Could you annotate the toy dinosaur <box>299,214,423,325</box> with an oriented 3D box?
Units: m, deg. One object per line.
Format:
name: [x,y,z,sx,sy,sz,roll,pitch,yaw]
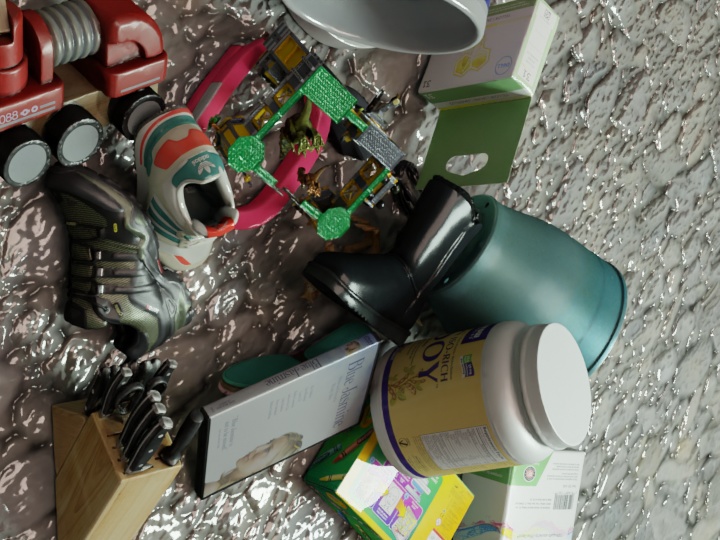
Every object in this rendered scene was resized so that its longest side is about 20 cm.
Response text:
toy dinosaur: [0.000,0.000,1.251,0.198,0.060,0.108,3,107,-48]

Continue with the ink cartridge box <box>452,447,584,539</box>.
ink cartridge box: [0.192,0.314,1.436,0.143,0.083,0.204,10,88,-42]

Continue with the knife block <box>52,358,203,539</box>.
knife block: [-0.198,0.173,0.999,0.063,0.174,0.204,-6,100,-40]

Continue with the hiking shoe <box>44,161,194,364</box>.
hiking shoe: [-0.225,0.000,1.018,0.101,0.075,0.201,-50,126,-30]

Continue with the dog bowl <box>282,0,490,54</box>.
dog bowl: [0.026,-0.274,1.079,0.198,0.198,0.080,19,81,-42]

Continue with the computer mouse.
computer mouse: [0.023,-0.126,1.257,0.200,0.034,0.059,45,66,-37]

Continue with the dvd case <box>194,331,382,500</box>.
dvd case: [-0.072,0.144,1.145,0.198,0.018,0.144,-23,145,-28]

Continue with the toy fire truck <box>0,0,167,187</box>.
toy fire truck: [-0.249,-0.199,0.914,0.175,0.128,0.202,-28,147,-36]

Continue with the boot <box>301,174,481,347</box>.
boot: [0.037,-0.026,1.169,0.169,0.076,0.200,-57,147,-2]

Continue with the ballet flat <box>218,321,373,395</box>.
ballet flat: [-0.060,0.114,1.199,0.198,0.069,0.072,-20,128,-39]

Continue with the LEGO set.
LEGO set: [-0.057,-0.138,1.113,0.199,0.116,0.154,27,108,-40]

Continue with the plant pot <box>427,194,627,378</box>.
plant pot: [0.167,0.022,1.312,0.187,0.199,0.202,37,71,-25]

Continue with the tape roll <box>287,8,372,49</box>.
tape roll: [-0.007,-0.333,1.199,0.201,0.037,0.207,-7,100,-41]

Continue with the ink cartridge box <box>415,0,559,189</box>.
ink cartridge box: [0.124,-0.191,1.255,0.048,0.144,0.203,34,69,-35]

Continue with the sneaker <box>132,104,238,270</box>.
sneaker: [-0.150,-0.047,1.020,0.070,0.094,0.201,-27,150,-23]

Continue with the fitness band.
fitness band: [-0.105,-0.136,1.141,0.201,0.037,0.144,-57,131,-20]

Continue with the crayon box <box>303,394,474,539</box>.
crayon box: [0.037,0.245,1.302,0.201,0.058,0.120,51,63,-34]

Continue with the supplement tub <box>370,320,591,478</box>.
supplement tub: [0.124,0.134,1.204,0.145,0.198,0.148,27,56,-49]
